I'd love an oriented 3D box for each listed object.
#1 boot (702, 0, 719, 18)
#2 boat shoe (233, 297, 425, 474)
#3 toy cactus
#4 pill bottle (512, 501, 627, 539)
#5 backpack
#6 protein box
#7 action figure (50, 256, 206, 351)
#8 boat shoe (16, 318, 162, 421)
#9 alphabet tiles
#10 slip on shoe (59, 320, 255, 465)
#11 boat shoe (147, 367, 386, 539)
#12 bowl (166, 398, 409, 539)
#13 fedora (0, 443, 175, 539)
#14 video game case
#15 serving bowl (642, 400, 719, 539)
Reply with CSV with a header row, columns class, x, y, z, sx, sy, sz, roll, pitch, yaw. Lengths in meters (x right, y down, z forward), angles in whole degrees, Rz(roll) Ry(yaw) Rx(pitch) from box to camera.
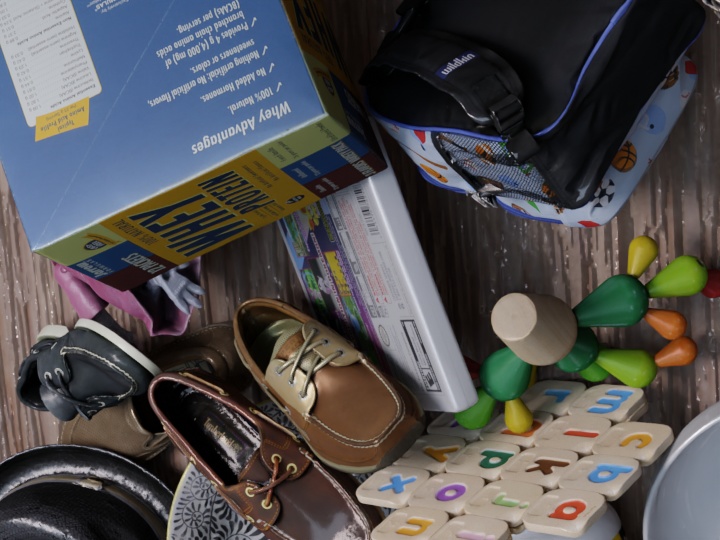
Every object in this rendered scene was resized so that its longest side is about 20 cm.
class,x,y,z,sx,sy,sz,roll,pitch,yaw
boot,0.235,-0.167,1.124,0.069,0.174,0.200,-30,91,28
boat shoe,-0.033,0.073,1.289,0.076,0.200,0.074,-48,124,-9
toy cactus,0.132,0.036,1.242,0.200,0.165,0.103,-23,69,21
pill bottle,0.139,0.227,1.314,0.112,0.112,0.201,-16,99,27
backpack,0.104,-0.125,1.194,0.190,0.200,0.154,16,151,43
protein box,-0.121,-0.125,1.173,0.198,0.135,0.201,-24,74,10
action figure,-0.188,-0.010,1.363,0.200,0.149,0.134,4,78,59
boat shoe,-0.208,0.079,1.391,0.075,0.066,0.199,44,160,-24
alphabet tiles,0.100,0.130,1.248,0.195,0.200,0.015,1,119,44
slip on shoe,-0.161,0.104,1.439,0.200,0.061,0.076,-28,93,28
boat shoe,-0.068,0.139,1.312,0.200,0.070,0.070,35,89,21
bowl,-0.031,0.195,1.374,0.200,0.094,0.201,-5,75,19
fedora,-0.219,0.224,1.411,0.200,0.092,0.201,0,90,10
video game case,0.000,0.000,1.301,0.182,0.023,0.201,-6,107,66
serving bowl,0.284,0.152,1.242,0.199,0.066,0.201,3,117,5
